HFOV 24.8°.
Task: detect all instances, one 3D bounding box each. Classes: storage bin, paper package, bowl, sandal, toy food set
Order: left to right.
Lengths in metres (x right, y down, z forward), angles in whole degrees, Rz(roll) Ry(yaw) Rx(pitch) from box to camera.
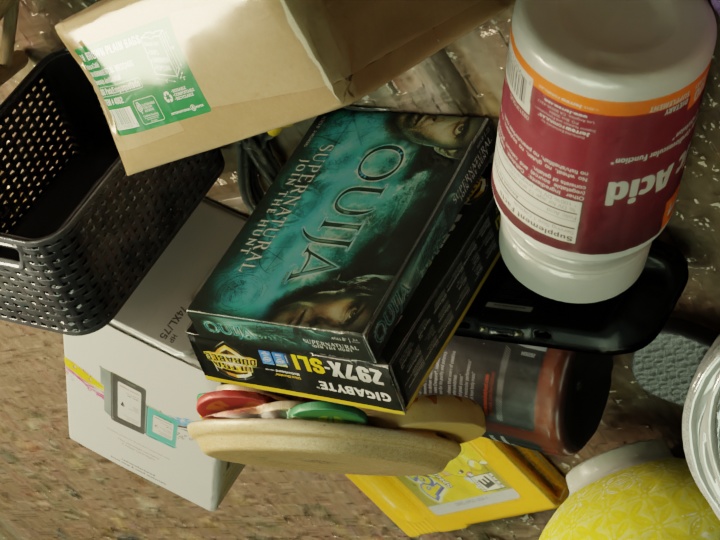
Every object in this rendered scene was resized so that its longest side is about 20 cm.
[{"bbox_3d":[-0.205,-0.061,1.179,0.135,0.200,0.094,10,138,28],"label":"storage bin"},{"bbox_3d":[-0.040,-0.151,0.950,0.200,0.191,0.104,-10,109,45],"label":"paper package"},{"bbox_3d":[-0.026,0.111,1.144,0.197,0.049,0.200,8,168,-19],"label":"toy food set"},{"bbox_3d":[0.207,0.190,1.213,0.200,0.200,0.108,-51,53,54],"label":"bowl"},{"bbox_3d":[0.284,0.084,1.119,0.200,0.043,0.076,29,124,5],"label":"sandal"}]

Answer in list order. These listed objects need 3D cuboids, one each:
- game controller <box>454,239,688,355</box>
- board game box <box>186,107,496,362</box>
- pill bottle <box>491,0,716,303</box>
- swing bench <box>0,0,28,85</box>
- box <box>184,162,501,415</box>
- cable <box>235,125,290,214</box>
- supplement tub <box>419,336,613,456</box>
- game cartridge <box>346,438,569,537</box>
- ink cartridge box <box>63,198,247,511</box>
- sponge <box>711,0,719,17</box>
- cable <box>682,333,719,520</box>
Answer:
[{"bbox_3d":[0.116,0.011,1.104,0.200,0.104,0.042,6,139,32],"label":"game controller"},{"bbox_3d":[-0.009,-0.029,1.068,0.135,0.200,0.028,6,139,31],"label":"board game box"},{"bbox_3d":[0.138,-0.078,0.975,0.114,0.114,0.200,21,143,15],"label":"pill bottle"},{"bbox_3d":[-0.370,-0.172,1.174,0.199,0.200,0.130,29,144,5],"label":"swing bench"},{"bbox_3d":[0.000,0.000,1.098,0.159,0.200,0.049,8,136,29],"label":"box"},{"bbox_3d":[-0.084,-0.098,1.173,0.097,0.050,0.200,24,143,9],"label":"cable"},{"bbox_3d":[0.075,0.064,1.196,0.200,0.107,0.107,12,140,27],"label":"supplement tub"},{"bbox_3d":[0.051,0.151,1.382,0.176,0.032,0.200,45,142,-17],"label":"game cartridge"},{"bbox_3d":[-0.140,0.061,1.322,0.146,0.147,0.200,25,143,12],"label":"ink cartridge box"},{"bbox_3d":[0.276,-0.113,0.903,0.111,0.030,0.200,-11,125,44],"label":"sponge"},{"bbox_3d":[0.309,0.105,1.054,0.200,0.069,0.200,-34,99,30],"label":"cable"}]
